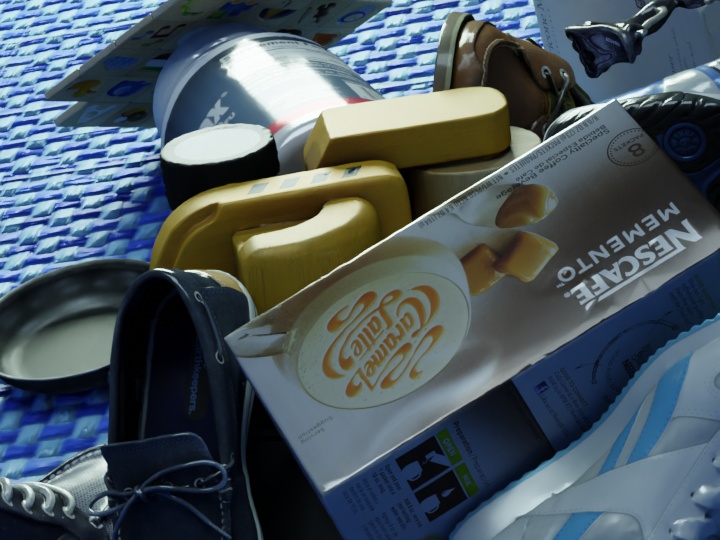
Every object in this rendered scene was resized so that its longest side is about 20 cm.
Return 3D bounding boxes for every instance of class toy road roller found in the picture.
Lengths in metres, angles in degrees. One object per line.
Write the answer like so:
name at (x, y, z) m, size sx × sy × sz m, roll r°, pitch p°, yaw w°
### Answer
toy road roller at (0.000, 0.000, 1.320) m, size 0.200 × 0.123 × 0.146 m, roll -10°, pitch 21°, yaw -6°

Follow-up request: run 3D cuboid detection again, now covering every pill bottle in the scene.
pill bottle at (-0.041, -0.060, 1.487) m, size 0.119 × 0.120 × 0.200 m, roll -22°, pitch 28°, yaw -12°

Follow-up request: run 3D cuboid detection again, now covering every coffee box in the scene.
coffee box at (0.060, 0.031, 1.174) m, size 0.200 × 0.080 × 0.114 m, roll -31°, pitch 44°, yaw -3°

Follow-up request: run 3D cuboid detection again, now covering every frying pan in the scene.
frying pan at (-0.120, 0.038, 1.444) m, size 0.190 × 0.031 × 0.115 m, roll 15°, pitch 41°, yaw 39°

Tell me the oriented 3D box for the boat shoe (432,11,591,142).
boat shoe at (0.082, -0.094, 1.464) m, size 0.068 × 0.072 × 0.200 m, roll 9°, pitch 4°, yaw 12°

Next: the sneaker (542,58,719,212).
sneaker at (0.185, -0.066, 1.303) m, size 0.200 × 0.076 × 0.077 m, roll -6°, pitch 28°, yaw 8°

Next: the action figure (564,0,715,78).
action figure at (0.199, -0.139, 1.366) m, size 0.200 × 0.119 × 0.102 m, roll -30°, pitch 19°, yaw -2°

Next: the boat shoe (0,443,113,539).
boat shoe at (-0.152, 0.117, 1.253) m, size 0.075 × 0.093 × 0.200 m, roll -2°, pitch 31°, yaw 24°

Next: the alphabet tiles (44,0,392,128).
alphabet tiles at (-0.080, -0.128, 1.600) m, size 0.166 × 0.006 × 0.200 m, roll -4°, pitch -21°, yaw -47°

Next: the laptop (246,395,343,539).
laptop at (-0.007, 0.117, 1.267) m, size 0.177 × 0.103 × 0.200 m, roll 0°, pitch 6°, yaw 25°

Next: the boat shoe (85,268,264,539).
boat shoe at (-0.081, 0.091, 1.200) m, size 0.075 × 0.062 × 0.200 m, roll -8°, pitch 71°, yaw 27°

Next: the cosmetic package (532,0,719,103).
cosmetic package at (0.174, -0.137, 1.527) m, size 0.081 × 0.113 × 0.200 m, roll -26°, pitch 28°, yaw -18°

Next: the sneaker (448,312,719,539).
sneaker at (0.128, 0.090, 1.122) m, size 0.200 × 0.076 × 0.081 m, roll -44°, pitch 52°, yaw 14°
